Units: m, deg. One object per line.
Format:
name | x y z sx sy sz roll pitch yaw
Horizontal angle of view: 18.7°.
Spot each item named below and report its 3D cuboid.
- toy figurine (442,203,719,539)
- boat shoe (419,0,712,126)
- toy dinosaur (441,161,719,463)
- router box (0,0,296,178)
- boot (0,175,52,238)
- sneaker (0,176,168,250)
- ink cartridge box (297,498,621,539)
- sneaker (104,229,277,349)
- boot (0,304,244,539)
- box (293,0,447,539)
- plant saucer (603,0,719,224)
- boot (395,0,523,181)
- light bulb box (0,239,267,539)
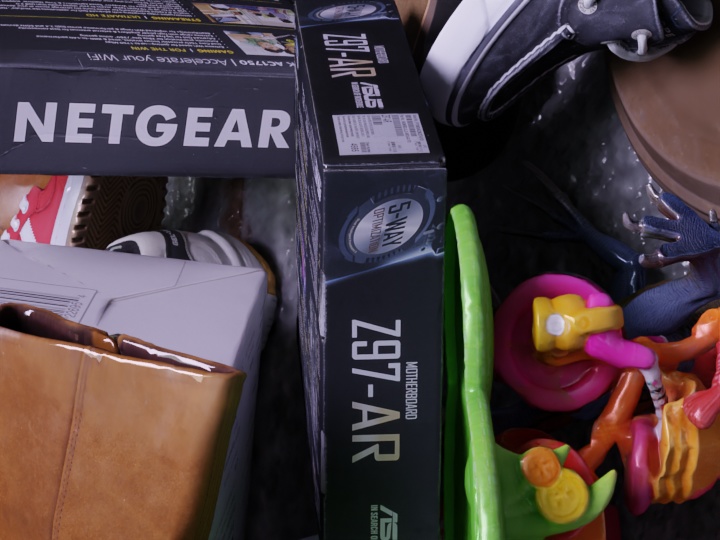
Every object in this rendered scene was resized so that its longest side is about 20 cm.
toy figurine | 0.123 0.075 0.731 0.150 0.183 0.201 138 130 -87
boat shoe | 0.103 -0.111 0.826 0.200 0.072 0.068 -44 78 26
toy dinosaur | 0.097 0.039 0.824 0.200 0.105 0.182 45 140 20
router box | -0.109 -0.088 0.953 0.149 0.199 0.051 -134 49 -56
boot | -0.202 0.010 1.164 0.200 0.068 0.189 40 103 34
sneaker | -0.163 0.000 1.055 0.112 0.071 0.201 20 102 30
ink cartridge box | 0.034 0.200 0.851 0.145 0.083 0.201 -21 66 40
sneaker | -0.109 0.075 1.020 0.075 0.087 0.201 16 93 45
boot | -0.058 0.126 0.724 0.188 0.068 0.201 20 106 34
box | 0.000 0.000 0.835 0.200 0.043 0.161 -101 10 -67
plant saucer | 0.166 -0.111 0.827 0.199 0.029 0.201 -11 74 44
boot | 0.051 -0.138 0.904 0.201 0.073 0.076 -65 33 33
light bulb box | -0.113 0.115 0.889 0.198 0.124 0.201 -76 -7 -73
